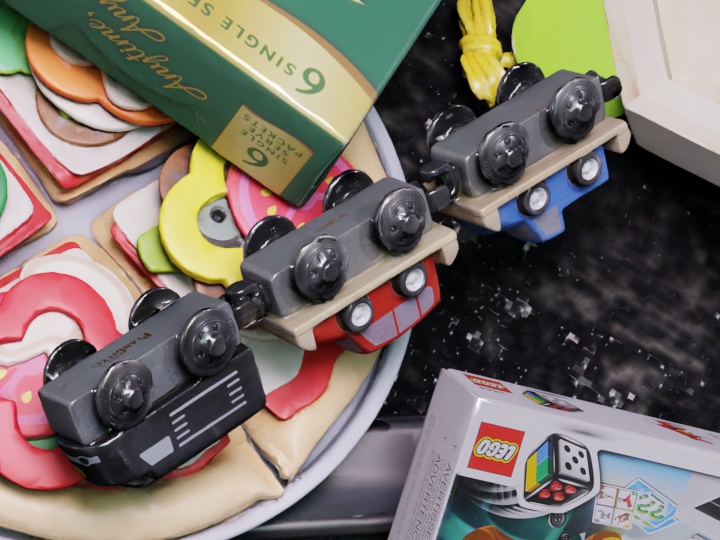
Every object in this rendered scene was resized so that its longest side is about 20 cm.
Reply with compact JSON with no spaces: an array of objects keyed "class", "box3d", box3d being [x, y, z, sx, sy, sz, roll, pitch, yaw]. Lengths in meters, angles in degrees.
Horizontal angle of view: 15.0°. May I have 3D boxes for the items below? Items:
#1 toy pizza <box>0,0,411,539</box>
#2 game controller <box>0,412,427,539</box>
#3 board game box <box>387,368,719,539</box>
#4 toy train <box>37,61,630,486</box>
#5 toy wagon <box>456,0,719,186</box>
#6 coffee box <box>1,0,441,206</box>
[{"class":"toy pizza","box3d":[-0.078,-0.016,0.759,0.200,0.032,0.201,6,64,-13]},{"class":"game controller","box3d":[-0.014,0.094,0.778,0.199,0.042,0.105,-1,93,-15]},{"class":"board game box","box3d":[0.098,0.111,0.767,0.200,0.035,0.127,14,99,-19]},{"class":"toy train","box3d":[0.000,0.000,0.741,0.200,0.034,0.046,-33,122,-28]},{"class":"toy wagon","box3d":[0.128,-0.084,0.819,0.200,0.040,0.155,-14,56,11]},{"class":"coffee box","box3d":[-0.014,-0.127,0.791,0.123,0.044,0.200,36,57,-5]}]
